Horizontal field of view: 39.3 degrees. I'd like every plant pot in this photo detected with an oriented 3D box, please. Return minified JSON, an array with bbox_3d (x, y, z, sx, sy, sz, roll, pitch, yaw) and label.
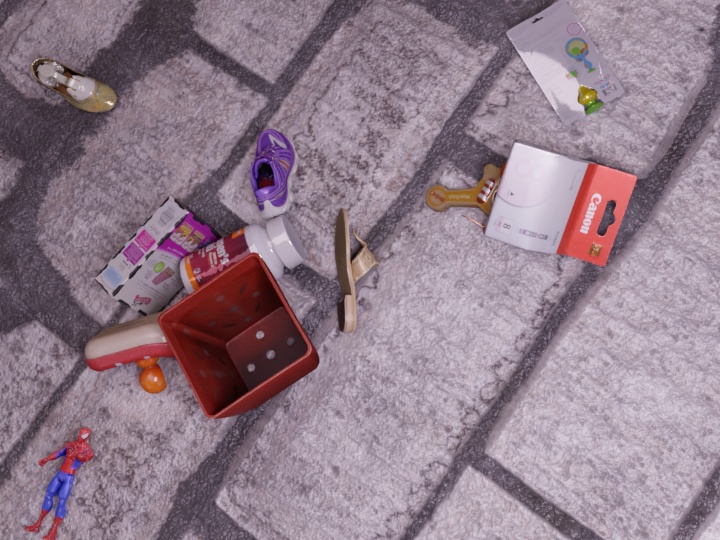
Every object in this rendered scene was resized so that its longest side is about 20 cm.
[{"bbox_3d":[-0.179,0.122,1.666,0.200,0.176,0.200,-33,69,5],"label":"plant pot"}]

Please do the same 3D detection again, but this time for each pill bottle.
[{"bbox_3d":[-0.203,-0.014,1.748,0.200,0.110,0.110,-26,69,8],"label":"pill bottle"}]

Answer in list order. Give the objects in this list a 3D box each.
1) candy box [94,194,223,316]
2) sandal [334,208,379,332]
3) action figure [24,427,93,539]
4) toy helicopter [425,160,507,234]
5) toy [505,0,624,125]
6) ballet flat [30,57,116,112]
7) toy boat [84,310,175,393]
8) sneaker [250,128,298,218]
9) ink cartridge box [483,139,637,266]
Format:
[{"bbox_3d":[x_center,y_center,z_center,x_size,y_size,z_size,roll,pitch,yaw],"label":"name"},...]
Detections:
[{"bbox_3d":[-0.352,-0.021,1.778,0.200,0.136,0.061,-48,61,-2],"label":"candy box"},{"bbox_3d":[-0.002,0.001,1.720,0.070,0.078,0.212,1,80,-16],"label":"sandal"},{"bbox_3d":[-0.527,0.362,1.745,0.065,0.099,0.200,19,78,19],"label":"action figure"},{"bbox_3d":[0.203,-0.113,1.690,0.200,0.079,0.132,1,83,28],"label":"toy helicopter"},{"bbox_3d":[0.348,-0.349,1.717,0.115,0.047,0.200,-29,72,3],"label":"toy"},{"bbox_3d":[-0.571,-0.368,1.983,0.200,0.071,0.071,27,83,21],"label":"ballet flat"},{"bbox_3d":[-0.371,0.152,1.759,0.200,0.131,0.131,-15,101,12],"label":"toy boat"},{"bbox_3d":[-0.157,-0.187,1.782,0.081,0.083,0.200,-15,48,9],"label":"sneaker"},{"bbox_3d":[0.314,-0.103,1.595,0.200,0.057,0.163,20,110,11],"label":"ink cartridge box"}]
